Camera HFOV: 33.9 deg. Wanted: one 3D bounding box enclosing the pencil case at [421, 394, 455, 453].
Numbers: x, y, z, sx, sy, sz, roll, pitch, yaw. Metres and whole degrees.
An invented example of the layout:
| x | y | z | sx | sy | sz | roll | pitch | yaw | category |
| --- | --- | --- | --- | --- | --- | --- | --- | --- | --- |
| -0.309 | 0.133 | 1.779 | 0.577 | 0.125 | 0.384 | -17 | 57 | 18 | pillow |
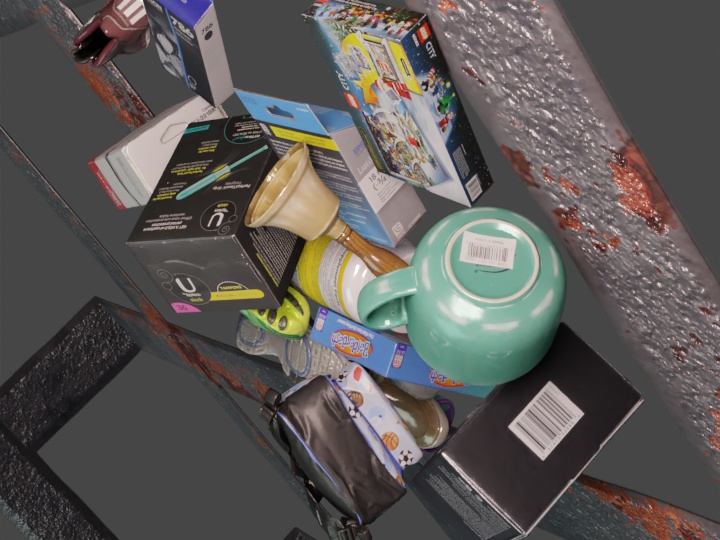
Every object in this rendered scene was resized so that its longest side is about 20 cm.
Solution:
| x | y | z | sx | sy | sz | roll | pitch | yaw | category |
| --- | --- | --- | --- | --- | --- | --- | --- | --- | --- |
| 0.045 | 0.185 | 1.736 | 0.199 | 0.085 | 0.093 | 30 | 164 | 37 | pencil case |

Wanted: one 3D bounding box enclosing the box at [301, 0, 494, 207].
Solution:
| x | y | z | sx | sy | sz | roll | pitch | yaw | category |
| --- | --- | --- | --- | --- | --- | --- | --- | --- | --- |
| 0.037 | -0.159 | 1.101 | 0.136 | 0.038 | 0.201 | 27 | 154 | 44 | box |

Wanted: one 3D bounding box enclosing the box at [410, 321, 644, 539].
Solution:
| x | y | z | sx | sy | sz | roll | pitch | yaw | category |
| --- | --- | --- | --- | --- | --- | --- | --- | --- | --- |
| 0.175 | 0.187 | 1.281 | 0.124 | 0.200 | 0.197 | 43 | 161 | 9 | box |

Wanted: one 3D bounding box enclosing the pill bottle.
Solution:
| x | y | z | sx | sy | sz | roll | pitch | yaw | category |
| --- | --- | --- | --- | --- | --- | --- | --- | --- | --- |
| 0.000 | 0.000 | 1.397 | 0.199 | 0.114 | 0.115 | 23 | 152 | 48 | pill bottle |

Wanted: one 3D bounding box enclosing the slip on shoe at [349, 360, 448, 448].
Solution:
| x | y | z | sx | sy | sz | roll | pitch | yaw | category |
| --- | --- | --- | --- | --- | --- | --- | --- | --- | --- |
| 0.040 | 0.176 | 1.644 | 0.060 | 0.076 | 0.200 | 8 | -150 | -48 | slip on shoe |

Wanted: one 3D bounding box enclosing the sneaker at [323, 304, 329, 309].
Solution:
| x | y | z | sx | sy | sz | roll | pitch | yaw | category |
| --- | --- | --- | --- | --- | --- | --- | --- | --- | --- |
| -0.002 | 0.052 | 1.603 | 0.080 | 0.071 | 0.201 | 51 | 175 | 47 | sneaker |

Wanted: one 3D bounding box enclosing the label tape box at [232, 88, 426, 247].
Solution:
| x | y | z | sx | sy | sz | roll | pitch | yaw | category |
| --- | --- | --- | --- | --- | --- | --- | --- | --- | --- |
| -0.031 | -0.129 | 1.267 | 0.144 | 0.063 | 0.201 | 20 | 150 | 49 | label tape box |

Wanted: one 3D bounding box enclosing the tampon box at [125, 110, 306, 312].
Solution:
| x | y | z | sx | sy | sz | roll | pitch | yaw | category |
| --- | --- | --- | --- | --- | --- | --- | --- | --- | --- |
| -0.149 | -0.066 | 1.374 | 0.148 | 0.201 | 0.127 | -3 | 138 | 27 | tampon box |

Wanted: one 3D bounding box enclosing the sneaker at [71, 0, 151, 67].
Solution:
| x | y | z | sx | sy | sz | roll | pitch | yaw | category |
| --- | --- | --- | --- | --- | --- | --- | --- | --- | --- |
| -0.315 | -0.290 | 1.455 | 0.076 | 0.116 | 0.200 | 47 | 161 | -8 | sneaker |

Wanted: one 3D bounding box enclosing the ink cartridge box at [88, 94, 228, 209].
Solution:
| x | y | z | sx | sy | sz | roll | pitch | yaw | category |
| --- | --- | --- | --- | --- | --- | --- | --- | --- | --- |
| -0.262 | -0.157 | 1.567 | 0.084 | 0.144 | 0.200 | 57 | 159 | -13 | ink cartridge box |

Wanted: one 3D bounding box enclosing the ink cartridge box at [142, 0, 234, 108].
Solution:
| x | y | z | sx | sy | sz | roll | pitch | yaw | category |
| --- | --- | --- | --- | --- | --- | --- | --- | --- | --- |
| -0.203 | -0.279 | 1.364 | 0.099 | 0.039 | 0.201 | 39 | 160 | 20 | ink cartridge box |

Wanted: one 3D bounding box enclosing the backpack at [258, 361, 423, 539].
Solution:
| x | y | z | sx | sy | sz | roll | pitch | yaw | category |
| --- | --- | --- | --- | --- | --- | --- | --- | --- | --- |
| -0.026 | 0.199 | 1.388 | 0.201 | 0.153 | 0.190 | 59 | 163 | -2 | backpack |

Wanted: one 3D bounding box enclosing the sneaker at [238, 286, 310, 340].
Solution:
| x | y | z | sx | sy | sz | roll | pitch | yaw | category |
| --- | --- | --- | --- | --- | --- | --- | --- | --- | --- |
| -0.144 | 0.022 | 1.465 | 0.200 | 0.074 | 0.084 | 41 | 161 | 21 | sneaker |

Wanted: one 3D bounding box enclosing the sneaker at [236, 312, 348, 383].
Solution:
| x | y | z | sx | sy | sz | roll | pitch | yaw | category |
| --- | --- | --- | --- | --- | --- | --- | --- | --- | --- |
| -0.075 | 0.097 | 1.543 | 0.087 | 0.075 | 0.199 | 6 | -164 | -45 | sneaker |

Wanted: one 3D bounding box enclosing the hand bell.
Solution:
| x | y | z | sx | sy | sz | roll | pitch | yaw | category |
| --- | --- | --- | --- | --- | --- | --- | --- | --- | --- |
| -0.011 | -0.035 | 1.239 | 0.199 | 0.105 | 0.104 | 35 | 165 | -18 | hand bell |

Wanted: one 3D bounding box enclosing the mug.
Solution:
| x | y | z | sx | sy | sz | roll | pitch | yaw | category |
| --- | --- | --- | --- | --- | --- | --- | --- | --- | --- |
| 0.106 | 0.025 | 1.112 | 0.152 | 0.184 | 0.115 | 49 | 162 | 22 | mug |

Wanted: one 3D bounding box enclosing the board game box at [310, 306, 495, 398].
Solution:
| x | y | z | sx | sy | sz | roll | pitch | yaw | category |
| --- | --- | --- | --- | --- | --- | --- | --- | --- | --- |
| 0.061 | 0.102 | 1.434 | 0.199 | 0.045 | 0.152 | 15 | -175 | -40 | board game box |

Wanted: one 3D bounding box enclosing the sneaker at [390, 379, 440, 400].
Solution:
| x | y | z | sx | sy | sz | roll | pitch | yaw | category |
| --- | --- | --- | --- | --- | --- | --- | --- | --- | --- |
| 0.056 | 0.107 | 1.566 | 0.200 | 0.087 | 0.074 | 37 | 180 | -44 | sneaker |
